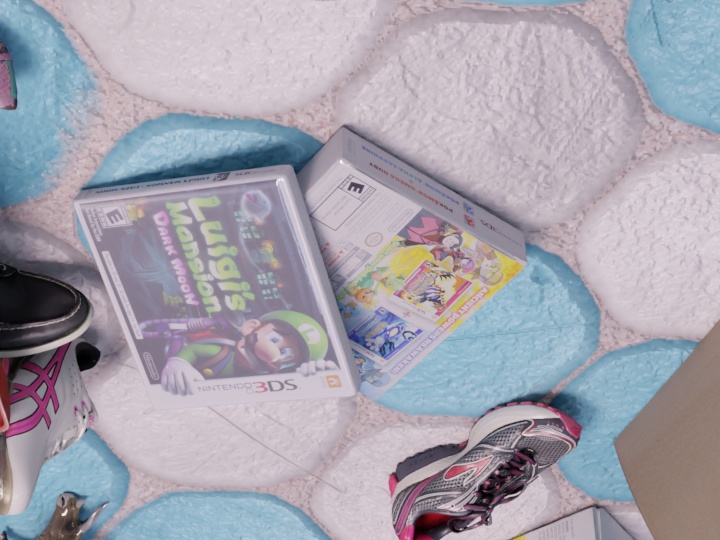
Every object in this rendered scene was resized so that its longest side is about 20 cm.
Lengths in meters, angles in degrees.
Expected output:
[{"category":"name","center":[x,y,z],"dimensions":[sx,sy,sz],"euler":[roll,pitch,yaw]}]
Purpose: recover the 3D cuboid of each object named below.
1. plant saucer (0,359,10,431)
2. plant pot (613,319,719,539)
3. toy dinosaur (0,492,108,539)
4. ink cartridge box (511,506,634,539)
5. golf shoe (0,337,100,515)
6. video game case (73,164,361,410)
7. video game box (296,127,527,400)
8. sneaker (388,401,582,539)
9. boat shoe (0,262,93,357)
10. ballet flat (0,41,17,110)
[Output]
[{"category":"plant saucer","center":[-0.355,0.018,1.347],"dimensions":[0.199,0.037,0.201],"euler":[6,123,30]},{"category":"plant pot","center":[0.354,0.184,1.507],"dimensions":[0.199,0.178,0.200],"euler":[18,131,-18]},{"category":"toy dinosaur","center":[-0.291,0.297,1.686],"dimensions":[0.102,0.077,0.201],"euler":[7,132,3]},{"category":"ink cartridge box","center":[0.178,0.324,1.710],"dimensions":[0.199,0.084,0.145],"euler":[-27,129,24]},{"category":"golf shoe","center":[-0.251,0.112,1.414],"dimensions":[0.092,0.201,0.073],"euler":[13,130,-12]},{"category":"video game case","center":[-0.109,0.018,1.389],"dimensions":[0.181,0.023,0.201],"euler":[-6,120,21]},{"category":"video game box","center":[0.000,0.000,1.413],"dimensions":[0.182,0.047,0.200],"euler":[30,127,-23]},{"category":"sneaker","center":[0.113,0.184,1.578],"dimensions":[0.200,0.075,0.081],"euler":[-34,126,28]},{"category":"boat shoe","center":[-0.311,0.017,1.408],"dimensions":[0.198,0.075,0.066],"euler":[7,139,11]},{"category":"ballet flat","center":[-0.333,-0.103,1.284],"dimensions":[0.199,0.072,0.069],"euler":[-20,171,16]}]
